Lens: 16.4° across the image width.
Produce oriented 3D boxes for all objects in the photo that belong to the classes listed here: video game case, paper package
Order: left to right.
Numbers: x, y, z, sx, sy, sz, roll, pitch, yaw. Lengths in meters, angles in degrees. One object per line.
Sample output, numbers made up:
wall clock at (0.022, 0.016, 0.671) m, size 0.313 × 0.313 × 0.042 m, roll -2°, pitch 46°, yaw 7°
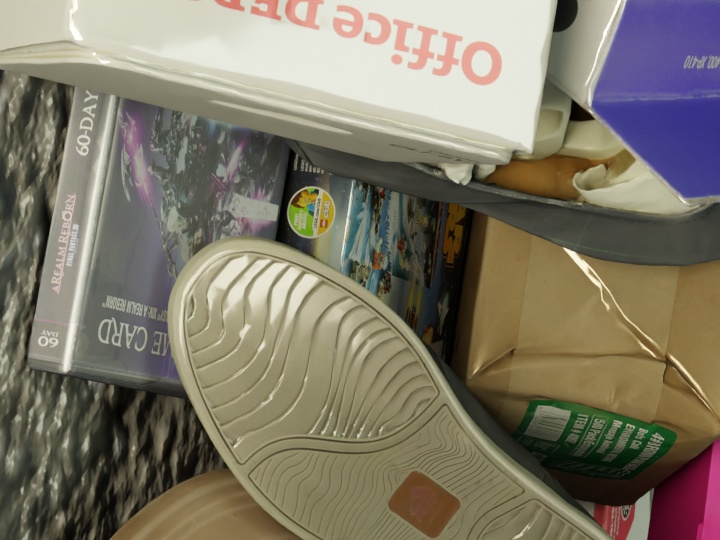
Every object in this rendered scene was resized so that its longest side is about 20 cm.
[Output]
video game case at (-0.053, -0.060, 0.817) m, size 0.143 × 0.019 × 0.201 m, roll 20°, pitch 79°, yaw -69°
paper package at (0.095, -0.013, 1.015) m, size 0.200 × 0.103 × 0.191 m, roll 106°, pitch -7°, yaw -77°

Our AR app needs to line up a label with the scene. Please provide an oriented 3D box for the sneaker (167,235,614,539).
sneaker at (0.002, 0.057, 0.855) m, size 0.075 × 0.106 × 0.200 m, roll -46°, pitch 111°, yaw -1°

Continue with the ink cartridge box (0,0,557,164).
ink cartridge box at (-0.016, -0.140, 0.699) m, size 0.145 × 0.083 × 0.201 m, roll 12°, pitch 85°, yaw -28°

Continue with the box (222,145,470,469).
box at (0.000, 0.000, 0.949) m, size 0.137 × 0.040 × 0.201 m, roll 9°, pitch 89°, yaw -69°

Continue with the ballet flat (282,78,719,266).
ballet flat at (0.069, -0.046, 0.856) m, size 0.073 × 0.199 × 0.073 m, roll -168°, pitch -90°, yaw -70°

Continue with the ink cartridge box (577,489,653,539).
ink cartridge box at (0.105, 0.120, 1.213) m, size 0.200 × 0.085 × 0.148 m, roll -26°, pitch 122°, yaw -64°

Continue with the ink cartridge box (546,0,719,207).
ink cartridge box at (0.090, -0.101, 0.841) m, size 0.198 × 0.200 × 0.043 m, roll -8°, pitch 136°, yaw -57°

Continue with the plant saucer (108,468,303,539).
plant saucer at (-0.056, 0.164, 0.824) m, size 0.200 × 0.029 × 0.201 m, roll -37°, pitch 135°, yaw -48°

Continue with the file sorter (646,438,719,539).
file sorter at (0.195, 0.070, 1.032) m, size 0.139 × 0.125 × 0.201 m, roll 103°, pitch -3°, yaw -68°
